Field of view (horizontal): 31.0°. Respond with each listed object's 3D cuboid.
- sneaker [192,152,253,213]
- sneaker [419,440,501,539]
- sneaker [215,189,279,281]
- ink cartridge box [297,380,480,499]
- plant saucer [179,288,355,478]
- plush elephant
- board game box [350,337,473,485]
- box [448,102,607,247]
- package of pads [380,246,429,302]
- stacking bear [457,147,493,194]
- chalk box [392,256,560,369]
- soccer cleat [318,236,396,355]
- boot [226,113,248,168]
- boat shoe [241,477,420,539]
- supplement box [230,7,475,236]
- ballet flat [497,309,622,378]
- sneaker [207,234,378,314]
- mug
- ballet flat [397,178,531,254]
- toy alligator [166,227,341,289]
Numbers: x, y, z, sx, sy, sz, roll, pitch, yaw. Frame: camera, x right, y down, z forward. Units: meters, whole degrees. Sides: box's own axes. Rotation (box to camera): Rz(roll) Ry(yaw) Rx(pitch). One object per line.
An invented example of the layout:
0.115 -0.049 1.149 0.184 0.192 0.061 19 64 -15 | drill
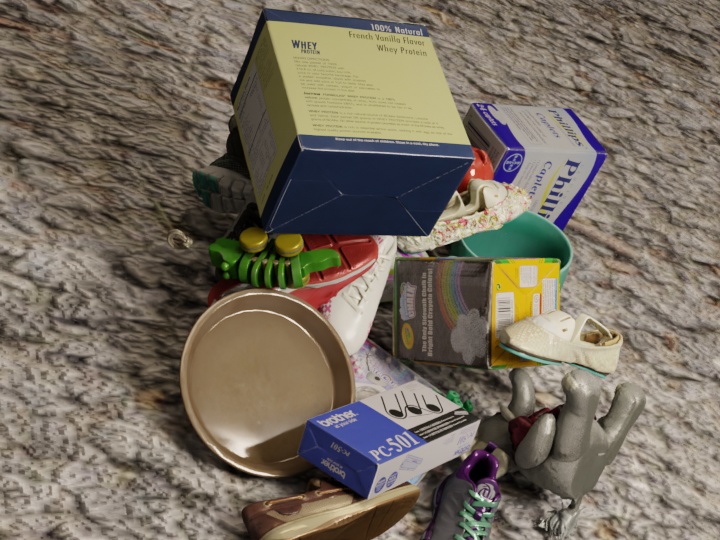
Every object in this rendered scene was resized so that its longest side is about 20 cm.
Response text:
-0.105 -0.101 1.563 0.200 0.078 0.091 25 55 26 | sneaker
0.106 0.261 1.332 0.074 0.088 0.200 22 34 -8 | sneaker
-0.116 -0.038 1.480 0.079 0.200 0.074 -36 78 -31 | sneaker
0.033 0.172 1.349 0.094 0.044 0.200 29 23 29 | ink cartridge box
-0.098 0.118 1.356 0.199 0.029 0.201 10 68 -27 | plant saucer
0.200 0.183 1.455 0.155 0.201 0.164 26 12 37 | plush elephant
0.012 0.146 1.471 0.200 0.026 0.200 35 35 11 | board game box
0.215 -0.128 1.829 0.199 0.184 0.105 -3 43 -37 | box
-0.022 -0.026 1.632 0.199 0.068 0.155 -3 45 -33 | package of pads
0.090 -0.139 1.740 0.114 0.122 0.200 -12 22 -43 | stacking bear
0.118 0.045 1.515 0.124 0.125 0.200 -1 3 -42 | chalk box
0.000 0.000 1.505 0.070 0.086 0.201 24 57 -20 | soccer cleat
-0.065 -0.132 1.527 0.200 0.068 0.131 27 14 -8 | boot
-0.029 0.233 1.292 0.200 0.072 0.072 -12 52 -36 | boat shoe
-0.014 -0.156 1.394 0.199 0.134 0.200 1 53 -25 | supplement box
0.222 0.072 1.428 0.067 0.063 0.200 30 9 41 | ballet flat
-0.070 0.030 1.462 0.199 0.116 0.078 -20 51 -9 | sneaker
0.171 0.002 1.684 0.184 0.115 0.152 8 38 -8 | mug
0.130 -0.077 1.623 0.200 0.064 0.076 -23 39 -23 | ballet flat
-0.121 -0.008 1.383 0.199 0.059 0.054 6 44 13 | toy alligator
